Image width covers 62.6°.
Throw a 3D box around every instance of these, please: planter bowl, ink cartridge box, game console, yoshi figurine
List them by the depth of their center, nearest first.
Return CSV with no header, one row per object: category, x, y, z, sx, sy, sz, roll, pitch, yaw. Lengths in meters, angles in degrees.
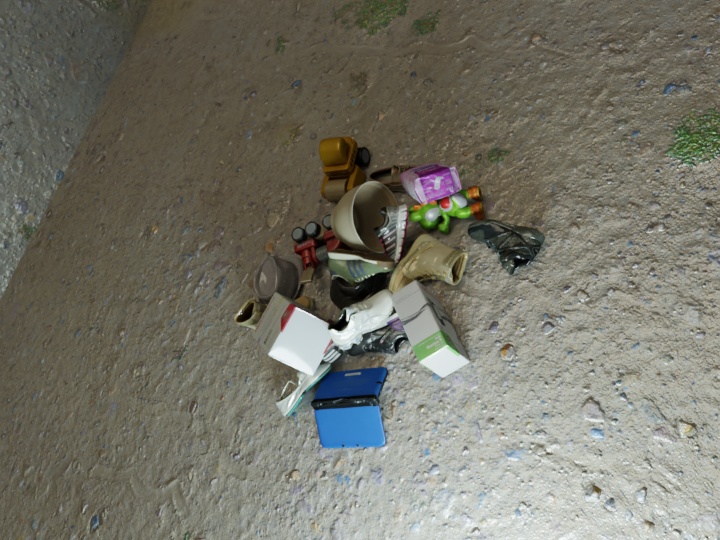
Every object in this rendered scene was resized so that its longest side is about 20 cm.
ink cartridge box,0.169,0.142,1.450,0.084,0.145,0.200,-33,54,15
game console,-0.016,0.358,1.550,0.200,0.119,0.171,-11,31,29
yoshi figurine,0.233,-0.161,1.607,0.199,0.112,0.112,-9,23,16
ink cartridge box,-0.184,0.168,1.619,0.146,0.144,0.200,-61,25,-2
planter bowl,0.000,-0.142,1.681,0.135,0.200,0.201,-7,63,44

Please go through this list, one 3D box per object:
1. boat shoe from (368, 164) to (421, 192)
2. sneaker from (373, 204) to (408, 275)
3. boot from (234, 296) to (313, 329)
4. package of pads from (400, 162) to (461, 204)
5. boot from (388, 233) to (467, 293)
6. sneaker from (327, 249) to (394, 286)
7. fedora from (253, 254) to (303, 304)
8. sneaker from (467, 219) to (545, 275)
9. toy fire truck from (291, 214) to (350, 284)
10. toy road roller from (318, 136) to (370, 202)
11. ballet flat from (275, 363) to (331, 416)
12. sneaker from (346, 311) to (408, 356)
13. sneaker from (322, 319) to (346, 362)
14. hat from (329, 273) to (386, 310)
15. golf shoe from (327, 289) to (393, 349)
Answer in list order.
boat shoe,0.115,-0.274,1.736,0.200,0.072,0.076,-10,62,26
sneaker,0.076,-0.086,1.609,0.087,0.074,0.200,10,107,8
boot,-0.253,0.119,1.734,0.200,0.155,0.073,-31,53,18
package of pads,0.185,-0.239,1.594,0.120,0.076,0.200,-20,16,-1
boot,0.176,0.013,1.549,0.155,0.073,0.200,28,80,40
sneaker,0.000,0.000,1.599,0.200,0.067,0.090,10,106,27
fedora,-0.269,0.026,1.833,0.176,0.090,0.201,-9,63,30
sneaker,0.346,-0.060,1.477,0.199,0.076,0.114,17,71,33
toy fire truck,-0.117,-0.049,1.756,0.176,0.129,0.201,-19,66,24
toy road roller,-0.068,-0.324,1.837,0.123,0.146,0.201,0,67,34
ballet flat,-0.164,0.314,1.625,0.200,0.069,0.069,-49,50,11
sneaker,0.054,0.188,1.554,0.200,0.076,0.088,-33,59,16
sneaker,-0.046,0.152,1.638,0.200,0.076,0.116,-40,39,2
hat,-0.029,0.022,1.682,0.200,0.081,0.201,-15,60,28
golf shoe,0.002,0.113,1.515,0.200,0.097,0.078,-44,46,-4
